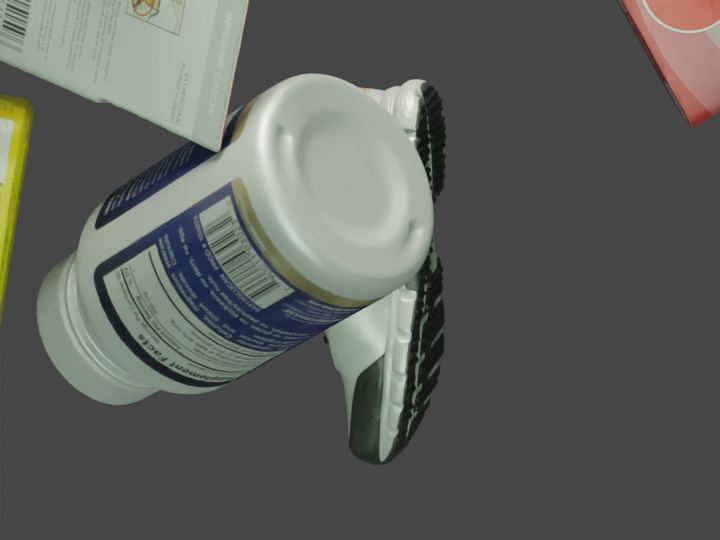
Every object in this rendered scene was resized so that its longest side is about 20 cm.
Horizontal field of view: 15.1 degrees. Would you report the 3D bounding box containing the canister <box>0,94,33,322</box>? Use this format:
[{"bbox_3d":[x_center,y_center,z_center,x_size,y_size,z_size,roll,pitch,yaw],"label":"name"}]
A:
[{"bbox_3d":[-0.271,-0.032,1.343,0.199,0.087,0.149,10,106,-6],"label":"canister"}]

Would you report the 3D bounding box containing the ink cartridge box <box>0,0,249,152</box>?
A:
[{"bbox_3d":[-0.094,-0.175,1.274,0.173,0.043,0.201,24,110,37],"label":"ink cartridge box"}]

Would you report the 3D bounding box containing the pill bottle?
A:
[{"bbox_3d":[-0.068,-0.006,1.309,0.200,0.111,0.111,-29,108,42],"label":"pill bottle"}]

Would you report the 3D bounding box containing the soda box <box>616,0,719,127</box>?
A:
[{"bbox_3d":[0.141,-0.176,1.327,0.070,0.063,0.200,-30,106,7],"label":"soda box"}]

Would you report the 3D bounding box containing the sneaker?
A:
[{"bbox_3d":[0.000,0.000,1.379,0.080,0.074,0.201,4,103,14],"label":"sneaker"}]
